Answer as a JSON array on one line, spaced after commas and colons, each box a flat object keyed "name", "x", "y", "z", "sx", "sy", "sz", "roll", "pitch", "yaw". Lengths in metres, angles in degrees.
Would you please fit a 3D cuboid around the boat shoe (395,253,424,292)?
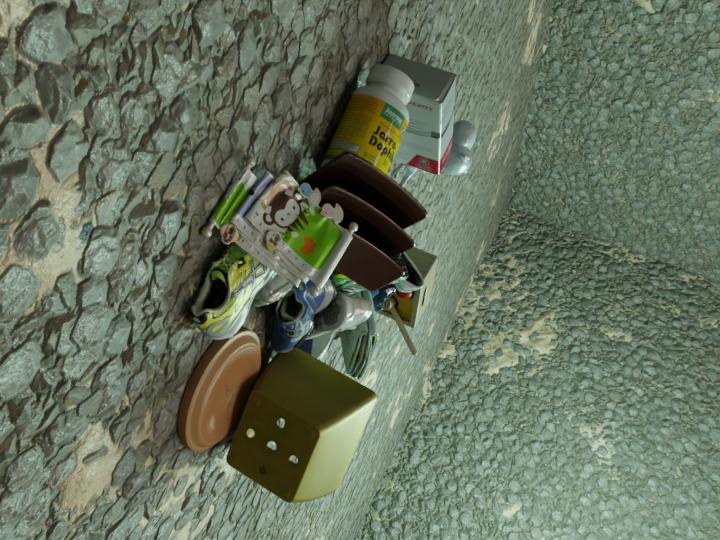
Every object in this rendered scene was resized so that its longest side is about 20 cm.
[{"name": "boat shoe", "x": 0.063, "y": -0.035, "z": 1.353, "sx": 0.074, "sy": 0.199, "sz": 0.065, "roll": -56, "pitch": -158, "yaw": -22}]

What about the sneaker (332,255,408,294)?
[{"name": "sneaker", "x": 0.000, "y": 0.000, "z": 1.144, "sx": 0.196, "sy": 0.079, "sz": 0.086, "roll": 1, "pitch": 143, "yaw": -32}]

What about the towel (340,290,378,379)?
[{"name": "towel", "x": -0.008, "y": 0.099, "z": 1.336, "sx": 0.173, "sy": 0.047, "sz": 0.203, "roll": 107, "pitch": -22, "yaw": -48}]

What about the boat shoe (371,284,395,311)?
[{"name": "boat shoe", "x": 0.029, "y": 0.059, "z": 1.416, "sx": 0.200, "sy": 0.067, "sz": 0.087, "roll": 178, "pitch": -93, "yaw": -76}]

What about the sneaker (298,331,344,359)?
[{"name": "sneaker", "x": -0.072, "y": 0.121, "z": 1.285, "sx": 0.116, "sy": 0.079, "sz": 0.202, "roll": 78, "pitch": 35, "yaw": -58}]

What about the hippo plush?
[{"name": "hippo plush", "x": 0.173, "y": -0.281, "z": 1.424, "sx": 0.159, "sy": 0.157, "sz": 0.205, "roll": 39, "pitch": 68, "yaw": -72}]

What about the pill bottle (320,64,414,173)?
[{"name": "pill bottle", "x": 0.017, "y": -0.238, "z": 1.089, "sx": 0.204, "sy": 0.111, "sz": 0.113, "roll": -67, "pitch": 163, "yaw": -8}]

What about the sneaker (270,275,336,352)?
[{"name": "sneaker", "x": -0.116, "y": 0.071, "z": 1.070, "sx": 0.076, "sy": 0.076, "sz": 0.201, "roll": -15, "pitch": 149, "yaw": -42}]

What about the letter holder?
[{"name": "letter holder", "x": 0.004, "y": -0.072, "z": 0.997, "sx": 0.198, "sy": 0.140, "sz": 0.103, "roll": 31, "pitch": 46, "yaw": -37}]

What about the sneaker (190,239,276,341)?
[{"name": "sneaker", "x": -0.161, "y": -0.003, "z": 0.868, "sx": 0.077, "sy": 0.074, "sz": 0.204, "roll": 62, "pitch": 50, "yaw": -69}]

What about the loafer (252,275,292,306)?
[{"name": "loafer", "x": -0.117, "y": -0.015, "z": 0.996, "sx": 0.071, "sy": 0.069, "sz": 0.200, "roll": 67, "pitch": 27, "yaw": -14}]

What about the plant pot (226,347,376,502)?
[{"name": "plant pot", "x": -0.114, "y": 0.271, "z": 1.089, "sx": 0.204, "sy": 0.197, "sz": 0.176, "roll": -66, "pitch": 165, "yaw": 10}]

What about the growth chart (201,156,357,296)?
[{"name": "growth chart", "x": -0.101, "y": -0.061, "z": 0.871, "sx": 0.018, "sy": 0.198, "sz": 0.147, "roll": -9, "pitch": -127, "yaw": 59}]

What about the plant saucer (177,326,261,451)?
[{"name": "plant saucer", "x": -0.212, "y": 0.189, "z": 1.006, "sx": 0.203, "sy": 0.032, "sz": 0.202, "roll": 90, "pitch": 26, "yaw": -49}]

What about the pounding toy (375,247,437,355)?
[{"name": "pounding toy", "x": 0.092, "y": 0.060, "z": 1.549, "sx": 0.143, "sy": 0.181, "sz": 0.203, "roll": -52, "pitch": 157, "yaw": -42}]

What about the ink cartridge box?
[{"name": "ink cartridge box", "x": 0.104, "y": -0.298, "z": 1.234, "sx": 0.084, "sy": 0.142, "sz": 0.202, "roll": -59, "pitch": 161, "yaw": -26}]

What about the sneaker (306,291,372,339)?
[{"name": "sneaker", "x": -0.050, "y": 0.082, "z": 1.135, "sx": 0.097, "sy": 0.198, "sz": 0.080, "roll": 3, "pitch": 83, "yaw": -36}]
